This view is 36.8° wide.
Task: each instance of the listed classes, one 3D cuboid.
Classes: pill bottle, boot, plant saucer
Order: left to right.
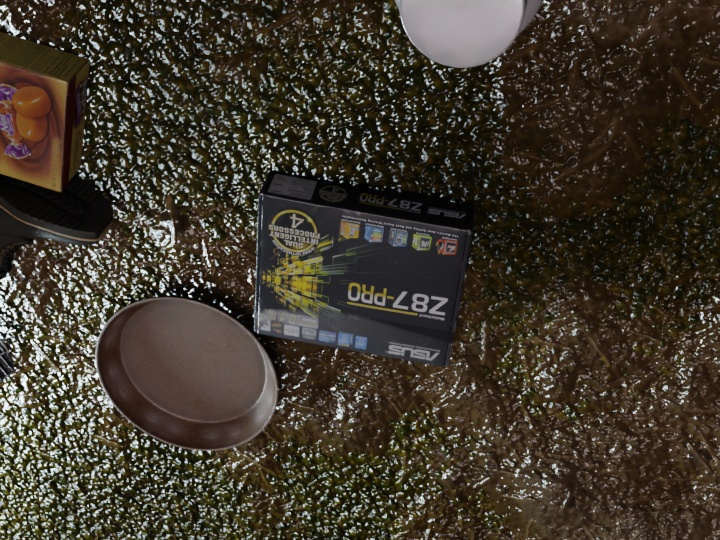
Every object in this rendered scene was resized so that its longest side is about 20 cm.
[{"bbox_3d":[-0.331,-0.034,1.057,0.197,0.078,0.140,21,131,14],"label":"boot"},{"bbox_3d":[-0.178,0.103,1.133,0.196,0.035,0.203,6,125,9],"label":"plant saucer"},{"bbox_3d":[0.078,-0.223,0.759,0.110,0.201,0.114,5,125,8],"label":"pill bottle"}]

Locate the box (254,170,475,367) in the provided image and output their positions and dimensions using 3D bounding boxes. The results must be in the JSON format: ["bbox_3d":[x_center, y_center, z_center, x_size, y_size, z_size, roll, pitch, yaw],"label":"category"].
[{"bbox_3d":[0.000,0.000,1.018,0.196,0.049,0.163,10,128,4],"label":"box"}]

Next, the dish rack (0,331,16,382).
[{"bbox_3d":[-0.469,0.079,1.166,0.197,0.055,0.154,-23,118,22],"label":"dish rack"}]

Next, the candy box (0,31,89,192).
[{"bbox_3d":[-0.352,-0.159,0.981,0.196,0.057,0.118,17,126,2],"label":"candy box"}]
